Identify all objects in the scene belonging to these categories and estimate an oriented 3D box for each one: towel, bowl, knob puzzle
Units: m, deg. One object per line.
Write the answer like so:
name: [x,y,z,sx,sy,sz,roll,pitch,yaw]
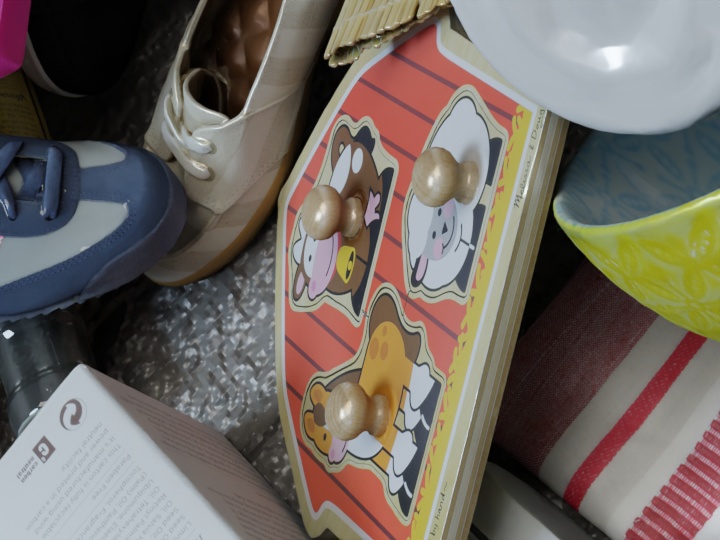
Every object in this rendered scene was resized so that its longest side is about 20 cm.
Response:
towel: [0.145,0.048,0.842,0.200,0.023,0.144,38,93,34]
bowl: [0.168,-0.033,0.769,0.199,0.200,0.108,-34,103,14]
knob puzzle: [0.000,0.000,0.876,0.219,0.030,0.222,-172,90,-67]

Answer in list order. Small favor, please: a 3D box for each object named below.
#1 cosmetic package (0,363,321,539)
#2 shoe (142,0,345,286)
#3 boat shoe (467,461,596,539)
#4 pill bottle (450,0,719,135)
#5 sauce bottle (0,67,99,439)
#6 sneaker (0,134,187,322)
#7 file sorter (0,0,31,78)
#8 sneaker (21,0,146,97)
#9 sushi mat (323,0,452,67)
cosmetic package: [-0.039,0.129,0.866,0.071,0.101,0.200,-50,56,5]
shoe: [-0.047,-0.086,0.961,0.070,0.053,0.201,37,106,35]
boat shoe: [0.083,0.145,0.812,0.066,0.072,0.200,-52,55,8]
pill bottle: [0.115,-0.139,0.792,0.110,0.111,0.200,8,38,31]
sauce bottle: [-0.147,-0.021,1.004,0.064,0.065,0.201,-32,58,15]
sneaker: [-0.166,-0.026,0.921,0.198,0.082,0.071,-8,53,0]
file sorter: [-0.227,-0.131,0.946,0.199,0.125,0.140,-19,58,43]
sneaker: [-0.082,-0.153,0.970,0.111,0.073,0.202,22,117,35]
sushi mat: [0.046,-0.162,0.896,0.095,0.012,0.201,-18,42,42]
